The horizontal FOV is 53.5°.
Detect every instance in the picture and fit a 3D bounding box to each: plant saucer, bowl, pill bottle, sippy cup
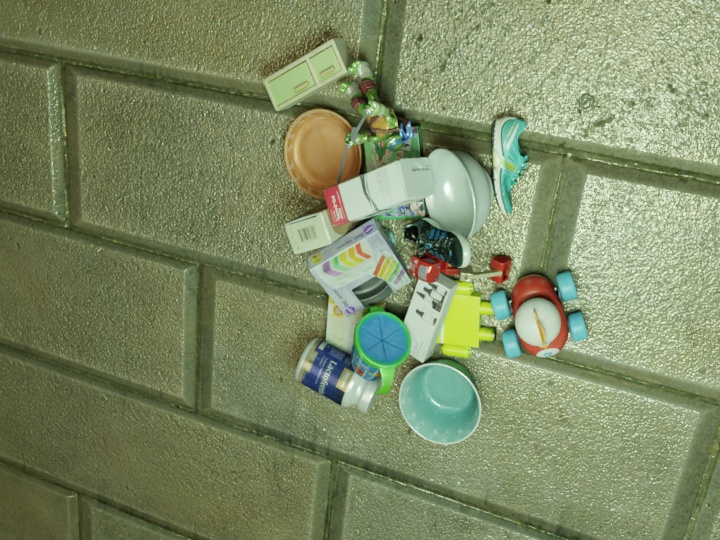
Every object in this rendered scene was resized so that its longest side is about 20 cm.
[{"bbox_3d":[-0.083,-0.269,1.649,0.194,0.037,0.206,7,109,20],"label":"plant saucer"},{"bbox_3d":[0.218,-0.165,1.510,0.202,0.088,0.206,50,148,46],"label":"bowl"},{"bbox_3d":[-0.051,0.256,1.723,0.196,0.116,0.118,26,115,11],"label":"pill bottle"},{"bbox_3d":[0.036,0.184,1.639,0.137,0.180,0.131,30,146,2],"label":"sippy cup"},{"bbox_3d":[0.197,0.291,1.685,0.195,0.105,0.207,7,110,19],"label":"bowl"}]

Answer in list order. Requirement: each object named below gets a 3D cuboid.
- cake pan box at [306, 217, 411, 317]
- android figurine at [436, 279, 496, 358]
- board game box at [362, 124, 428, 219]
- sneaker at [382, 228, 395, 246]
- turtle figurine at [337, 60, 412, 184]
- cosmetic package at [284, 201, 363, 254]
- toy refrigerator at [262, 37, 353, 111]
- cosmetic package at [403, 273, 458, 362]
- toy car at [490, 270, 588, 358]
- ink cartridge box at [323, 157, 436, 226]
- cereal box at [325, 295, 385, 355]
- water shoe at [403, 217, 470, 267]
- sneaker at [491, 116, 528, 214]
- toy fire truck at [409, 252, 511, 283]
[{"bbox_3d":[0.000,0.000,1.621,0.181,0.053,0.201,-26,134,10],"label":"cake pan box"},{"bbox_3d":[0.218,0.110,1.654,0.194,0.041,0.188,6,110,18],"label":"android figurine"},{"bbox_3d":[0.079,-0.218,1.606,0.131,0.029,0.206,1,108,22],"label":"board game box"},{"bbox_3d":[-0.009,-0.033,1.667,0.196,0.091,0.079,-24,99,26],"label":"sneaker"},{"bbox_3d":[-0.003,-0.328,1.509,0.196,0.144,0.198,-24,71,1],"label":"turtle figurine"},{"bbox_3d":[-0.076,-0.110,1.606,0.103,0.200,0.073,-15,102,26],"label":"cosmetic package"},{"bbox_3d":[-0.116,-0.434,1.589,0.196,0.070,0.078,-21,99,26],"label":"toy refrigerator"},{"bbox_3d":[0.149,0.102,1.627,0.081,0.050,0.204,30,121,24],"label":"cosmetic package"},{"bbox_3d":[0.374,0.117,1.489,0.180,0.200,0.182,-16,102,16],"label":"toy car"},{"bbox_3d":[0.043,-0.168,1.523,0.196,0.144,0.086,-16,91,35],"label":"ink cartridge box"},{"bbox_3d":[-0.015,0.156,1.761,0.140,0.039,0.206,13,113,18],"label":"cereal box"},{"bbox_3d":[0.157,-0.052,1.508,0.199,0.077,0.074,37,134,57],"label":"water shoe"},{"bbox_3d":[0.312,-0.216,1.491,0.077,0.078,0.206,0,109,8],"label":"sneaker"},{"bbox_3d":[0.218,-0.006,1.553,0.140,0.196,0.050,31,126,43],"label":"toy fire truck"}]
